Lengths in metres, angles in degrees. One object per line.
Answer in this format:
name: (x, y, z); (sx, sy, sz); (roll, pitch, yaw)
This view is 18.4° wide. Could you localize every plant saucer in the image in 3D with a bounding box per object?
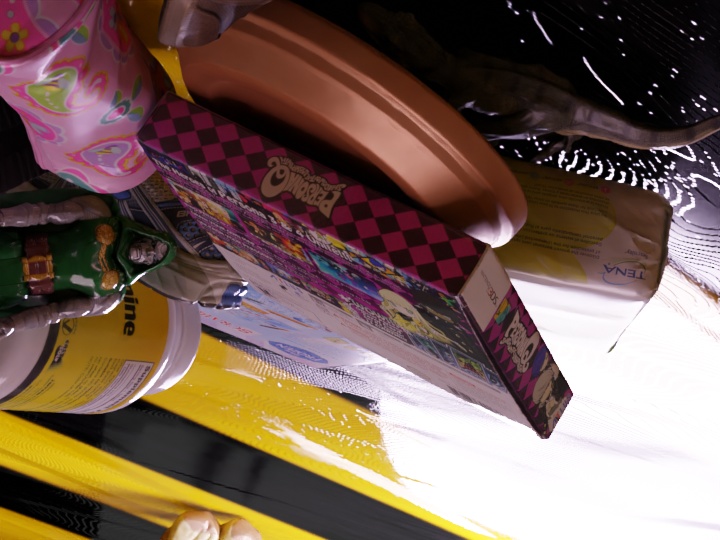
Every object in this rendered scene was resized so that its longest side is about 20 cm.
plant saucer: (-0.012, -0.065, 1.075); (0.200, 0.038, 0.200); (32, 168, 8)

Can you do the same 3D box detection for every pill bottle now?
pill bottle: (-0.182, 0.028, 1.330); (0.112, 0.113, 0.200); (3, 177, 27)

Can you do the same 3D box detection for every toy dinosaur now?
toy dinosaur: (0.083, -0.077, 1.082); (0.199, 0.048, 0.088); (13, 158, -15)

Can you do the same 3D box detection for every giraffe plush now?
giraffe plush: (-0.200, 0.358, 2.589); (0.173, 0.200, 0.162); (50, 177, -16)

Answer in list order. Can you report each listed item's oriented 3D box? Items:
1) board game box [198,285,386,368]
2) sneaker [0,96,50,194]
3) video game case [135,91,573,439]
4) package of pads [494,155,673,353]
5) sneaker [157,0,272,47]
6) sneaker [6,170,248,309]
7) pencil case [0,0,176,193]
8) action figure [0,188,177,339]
board game box: (-0.042, 0.011, 1.468); (0.200, 0.041, 0.199); (24, 160, -35)
sneaker: (-0.225, -0.062, 1.149); (0.082, 0.070, 0.200); (-6, -173, 28)
video game case: (0.000, 0.000, 1.120); (0.200, 0.036, 0.181); (27, 166, 29)
package of pads: (0.067, -0.016, 1.256); (0.199, 0.068, 0.155); (12, 165, -2)
sneaker: (-0.037, -0.135, 0.922); (0.075, 0.071, 0.200); (13, 164, -9)
sneaker: (-0.129, -0.051, 1.280); (0.200, 0.085, 0.077); (28, -171, 31)
pencil case: (-0.146, -0.104, 1.071); (0.087, 0.088, 0.200); (9, 166, 10)
action figure: (-0.196, -0.001, 1.187); (0.199, 0.119, 0.055); (-9, -167, -12)
